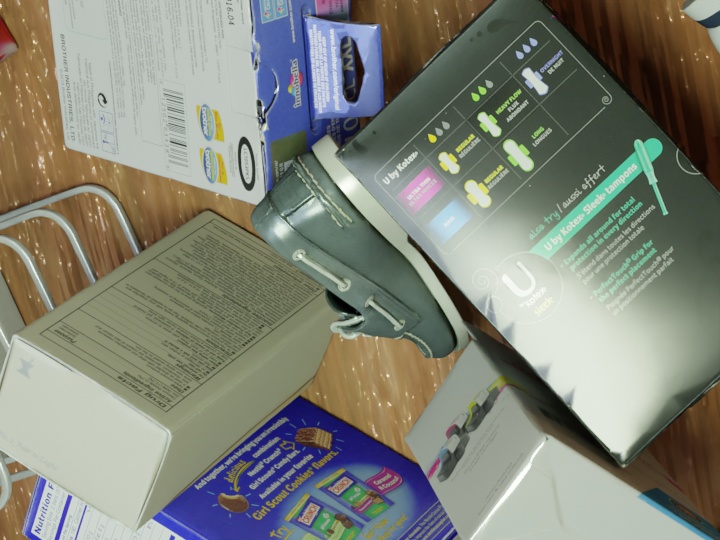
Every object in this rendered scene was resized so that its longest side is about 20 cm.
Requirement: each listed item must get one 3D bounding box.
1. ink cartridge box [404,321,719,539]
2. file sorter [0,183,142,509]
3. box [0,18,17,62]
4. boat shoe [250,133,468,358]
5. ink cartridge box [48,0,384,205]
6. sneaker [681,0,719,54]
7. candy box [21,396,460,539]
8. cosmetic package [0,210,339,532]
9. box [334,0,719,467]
[{"bbox_3d":[0.094,0.103,1.143,0.115,0.200,0.068,33,97,-15],"label":"ink cartridge box"},{"bbox_3d":[-0.214,0.050,1.324,0.124,0.200,0.139,-18,102,32],"label":"file sorter"},{"bbox_3d":[-0.315,-0.115,1.369,0.200,0.100,0.096,-27,96,34],"label":"box"},{"bbox_3d":[0.000,0.000,1.202,0.062,0.200,0.073,-37,58,0],"label":"boat shoe"},{"bbox_3d":[-0.074,-0.116,1.215,0.200,0.076,0.137,18,121,43],"label":"ink cartridge box"},{"bbox_3d":[0.245,-0.150,1.064,0.200,0.076,0.081,-31,105,40],"label":"sneaker"},{"bbox_3d":[-0.060,0.138,1.293,0.200,0.169,0.077,31,119,15],"label":"candy box"},{"bbox_3d":[-0.102,0.049,1.258,0.103,0.200,0.073,31,122,15],"label":"cosmetic package"},{"bbox_3d":[0.105,-0.025,1.122,0.124,0.149,0.200,-44,86,7],"label":"box"}]
